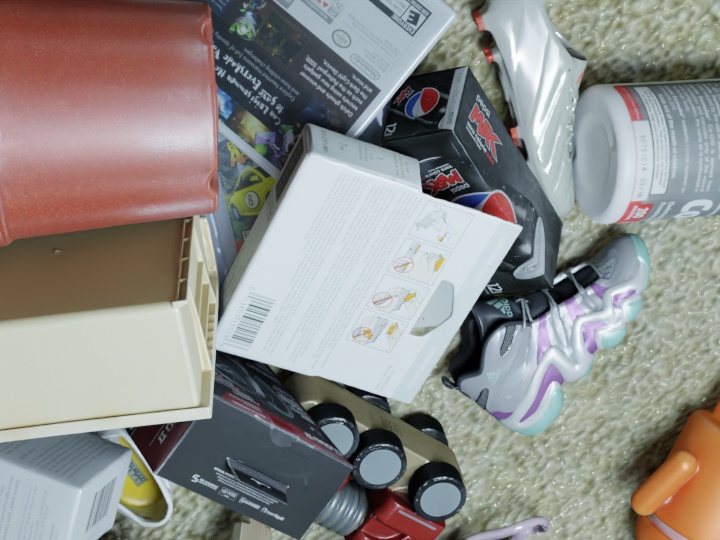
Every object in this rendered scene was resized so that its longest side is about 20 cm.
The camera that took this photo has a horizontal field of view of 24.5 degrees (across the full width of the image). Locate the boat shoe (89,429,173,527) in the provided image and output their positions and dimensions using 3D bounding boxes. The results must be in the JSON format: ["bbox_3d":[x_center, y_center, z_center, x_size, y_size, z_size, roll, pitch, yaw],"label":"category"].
[{"bbox_3d":[-0.216,0.133,1.308,0.075,0.086,0.202,-36,116,-3],"label":"boat shoe"}]

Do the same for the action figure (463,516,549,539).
[{"bbox_3d":[0.061,0.265,1.436,0.199,0.134,0.149,10,71,5],"label":"action figure"}]

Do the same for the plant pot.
[{"bbox_3d":[-0.198,-0.110,1.144,0.195,0.201,0.201,-3,110,-6],"label":"plant pot"}]

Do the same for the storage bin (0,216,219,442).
[{"bbox_3d":[-0.209,0.023,1.187,0.199,0.199,0.094,-7,120,2],"label":"storage bin"}]

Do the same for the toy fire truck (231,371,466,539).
[{"bbox_3d":[-0.029,0.205,1.385,0.176,0.129,0.200,31,110,-25],"label":"toy fire truck"}]

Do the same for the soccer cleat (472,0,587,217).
[{"bbox_3d":[0.151,-0.137,1.334,0.077,0.069,0.200,-17,111,5],"label":"soccer cleat"}]

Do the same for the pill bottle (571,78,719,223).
[{"bbox_3d":[0.282,-0.101,1.366,0.199,0.114,0.114,-4,111,-16],"label":"pill bottle"}]

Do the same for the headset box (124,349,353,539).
[{"bbox_3d":[-0.108,0.112,1.259,0.149,0.200,0.077,31,99,-37],"label":"headset box"}]

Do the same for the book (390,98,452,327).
[{"bbox_3d":[0.016,-0.052,1.341,0.133,0.048,0.201,-3,107,-18],"label":"book"}]

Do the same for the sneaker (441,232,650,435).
[{"bbox_3d":[0.144,0.033,1.391,0.140,0.078,0.200,30,98,-25],"label":"sneaker"}]

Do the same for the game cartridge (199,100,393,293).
[{"bbox_3d":[-0.057,-0.062,1.280,0.199,0.041,0.133,-13,99,5],"label":"game cartridge"}]

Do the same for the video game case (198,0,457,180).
[{"bbox_3d":[-0.061,-0.184,1.234,0.200,0.023,0.182,40,94,0],"label":"video game case"}]

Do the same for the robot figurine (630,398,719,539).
[{"bbox_3d":[0.320,0.205,1.490,0.144,0.116,0.200,0,118,-65],"label":"robot figurine"}]

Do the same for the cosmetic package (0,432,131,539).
[{"bbox_3d":[-0.285,0.145,1.233,0.200,0.101,0.071,19,105,11],"label":"cosmetic package"}]

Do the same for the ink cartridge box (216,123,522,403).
[{"bbox_3d":[0.000,0.000,1.251,0.173,0.044,0.200,17,126,-19],"label":"ink cartridge box"}]

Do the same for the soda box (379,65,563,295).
[{"bbox_3d":[0.091,-0.065,1.288,0.063,0.071,0.200,-8,141,29],"label":"soda box"}]
